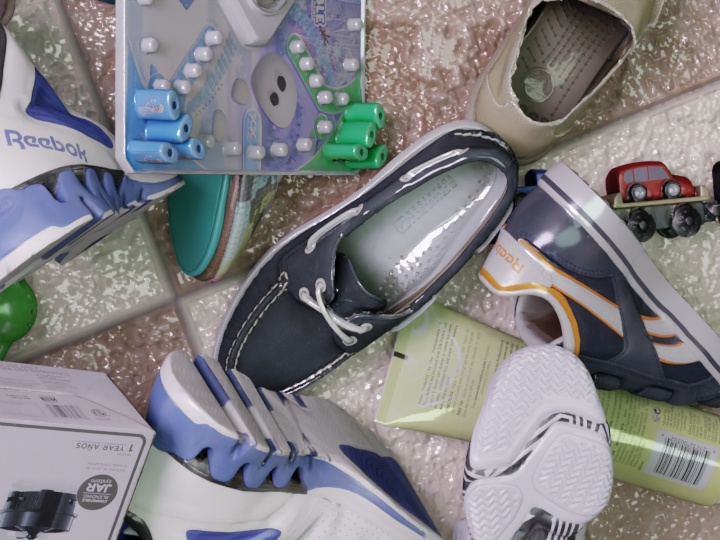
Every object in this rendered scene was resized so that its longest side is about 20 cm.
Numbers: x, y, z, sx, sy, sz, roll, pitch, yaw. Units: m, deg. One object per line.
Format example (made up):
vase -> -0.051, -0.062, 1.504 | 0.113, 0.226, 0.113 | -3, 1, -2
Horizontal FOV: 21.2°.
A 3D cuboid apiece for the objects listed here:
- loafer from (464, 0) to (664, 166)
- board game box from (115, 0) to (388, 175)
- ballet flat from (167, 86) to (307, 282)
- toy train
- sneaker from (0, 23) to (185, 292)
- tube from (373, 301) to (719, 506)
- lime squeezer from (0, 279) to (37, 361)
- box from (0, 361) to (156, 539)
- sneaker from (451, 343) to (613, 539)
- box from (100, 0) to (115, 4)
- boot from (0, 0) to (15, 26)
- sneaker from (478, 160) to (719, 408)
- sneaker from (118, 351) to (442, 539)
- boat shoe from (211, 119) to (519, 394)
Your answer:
loafer -> 0.127, -0.145, 1.030 | 0.076, 0.068, 0.200 | 27, 87, -13
board game box -> -0.046, -0.147, 0.946 | 0.200, 0.026, 0.200 | -4, 95, -56
ballet flat -> -0.066, -0.096, 0.998 | 0.071, 0.069, 0.200 | -9, 96, -38
toy train -> 0.158, -0.039, 1.061 | 0.200, 0.034, 0.046 | -6, 91, -13
sneaker -> -0.154, -0.063, 0.905 | 0.081, 0.199, 0.115 | -32, 92, 10
tube -> 0.109, 0.076, 1.053 | 0.200, 0.058, 0.052 | 18, 120, -11
lime squeezer -> -0.206, 0.001, 0.988 | 0.071, 0.038, 0.200 | -14, 98, 20
box -> -0.185, 0.142, 0.882 | 0.117, 0.060, 0.200 | 8, 110, -36
sneaker -> 0.083, 0.128, 1.006 | 0.075, 0.115, 0.200 | -1, 101, -5
box -> -0.204, -0.205, 0.962 | 0.200, 0.049, 0.082 | 19, 90, -13
boot -> -0.266, -0.106, 0.921 | 0.146, 0.200, 0.070 | 7, 72, -41
sneaker -> 0.132, 0.027, 1.020 | 0.079, 0.078, 0.200 | -45, 127, 2
sneaker -> -0.061, 0.120, 0.978 | 0.115, 0.081, 0.199 | -46, 135, 15
boat shoe -> 0.000, 0.000, 0.999 | 0.076, 0.060, 0.200 | 41, 98, -15
